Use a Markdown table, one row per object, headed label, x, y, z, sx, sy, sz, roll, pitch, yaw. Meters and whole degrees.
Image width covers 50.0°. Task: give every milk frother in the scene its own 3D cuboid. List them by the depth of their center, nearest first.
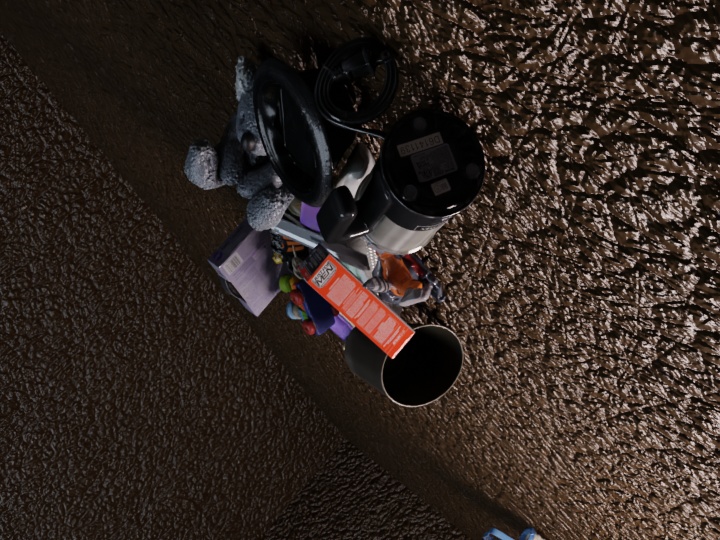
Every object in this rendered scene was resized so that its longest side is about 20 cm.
| label | x | y | z | sx | sy | sz | roll | pitch | yaw |
| --- | --- | --- | --- | --- | --- | --- | --- | --- | --- |
| milk frother | 0.030 | -0.136 | 0.896 | 0.188 | 0.176 | 0.205 | 133 | 134 | -75 |

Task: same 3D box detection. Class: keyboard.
| label | x | y | z | sx | sy | sz | roll | pitch | yaw |
| --- | --- | --- | --- | --- | --- | --- | --- | --- | --- |
| keyboard | -0.073 | -0.049 | 1.303 | 0.196 | 0.011 | 0.057 | 23 | 154 | 16 |

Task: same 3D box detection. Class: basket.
| label | x | y | z | sx | sy | sz | roll | pitch | yaw |
| --- | --- | --- | --- | --- | --- | --- | --- | --- | --- |
| basket | 0.062 | 0.160 | 1.430 | 0.199 | 0.177 | 0.139 | 6 | 110 | 60 |
| basket | 0.435 | 0.770 | 2.118 | 0.197 | 0.140 | 0.177 | 30 | 163 | 15 |

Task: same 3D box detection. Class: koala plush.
| label | x | y | z | sx | sy | sz | roll | pitch | yaw |
| --- | --- | --- | --- | --- | --- | --- | --- | --- | --- |
| koala plush | -0.140 | -0.206 | 1.132 | 0.175 | 0.185 | 0.201 | 33 | 143 | 6 |

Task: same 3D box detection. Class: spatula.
| label | x | y | z | sx | sy | sz | roll | pitch | yaw |
| --- | --- | --- | --- | --- | --- | --- | --- | --- | --- |
| spatula | -0.077 | -0.062 | 1.320 | 0.055 | 0.021 | 0.201 | 24 | 159 | 6 |

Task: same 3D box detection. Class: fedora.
| label | x | y | z | sx | sy | sz | roll | pitch | yaw |
| --- | --- | --- | --- | --- | --- | --- | --- | --- | --- |
| fedora | -0.060 | -0.185 | 0.993 | 0.201 | 0.091 | 0.203 | 46 | 153 | 31 |

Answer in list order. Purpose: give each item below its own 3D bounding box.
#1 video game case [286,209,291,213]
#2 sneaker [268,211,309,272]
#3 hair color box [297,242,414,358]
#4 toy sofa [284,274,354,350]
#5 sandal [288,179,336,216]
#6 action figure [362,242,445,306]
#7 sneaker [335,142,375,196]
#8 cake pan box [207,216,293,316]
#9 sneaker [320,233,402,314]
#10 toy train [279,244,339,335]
| label | x | y | z | sx | sy | sz | roll | pitch | yaw |
| --- | --- | --- | --- | --- | --- | --- | --- | --- | --- |
| video game case | -0.167 | -0.187 | 1.451 | 0.201 | 0.022 | 0.181 | 49 | 164 | -16 |
| sneaker | -0.152 | -0.059 | 1.558 | 0.069 | 0.091 | 0.200 | 28 | 170 | 28 |
| hair color box | -0.008 | 0.049 | 1.274 | 0.200 | 0.061 | 0.102 | 43 | 180 | -18 |
| toy sofa | -0.073 | 0.078 | 1.686 | 0.200 | 0.083 | 0.098 | 44 | -153 | -7 |
| sandal | -0.076 | -0.108 | 1.322 | 0.198 | 0.054 | 0.081 | 1 | 135 | 53 |
| action figure | 0.037 | -0.007 | 1.204 | 0.200 | 0.104 | 0.194 | 46 | 176 | 12 |
| sneaker | 0.013 | -0.118 | 1.071 | 0.079 | 0.071 | 0.200 | 29 | 175 | 7 |
| cake pan box | -0.214 | -0.026 | 1.655 | 0.052 | 0.201 | 0.185 | 27 | 160 | 39 |
| sneaker | 0.000 | -0.001 | 1.385 | 0.117 | 0.073 | 0.203 | 5 | 128 | 58 |
| toy train | -0.128 | 0.027 | 1.581 | 0.115 | 0.084 | 0.204 | 14 | 131 | 51 |
